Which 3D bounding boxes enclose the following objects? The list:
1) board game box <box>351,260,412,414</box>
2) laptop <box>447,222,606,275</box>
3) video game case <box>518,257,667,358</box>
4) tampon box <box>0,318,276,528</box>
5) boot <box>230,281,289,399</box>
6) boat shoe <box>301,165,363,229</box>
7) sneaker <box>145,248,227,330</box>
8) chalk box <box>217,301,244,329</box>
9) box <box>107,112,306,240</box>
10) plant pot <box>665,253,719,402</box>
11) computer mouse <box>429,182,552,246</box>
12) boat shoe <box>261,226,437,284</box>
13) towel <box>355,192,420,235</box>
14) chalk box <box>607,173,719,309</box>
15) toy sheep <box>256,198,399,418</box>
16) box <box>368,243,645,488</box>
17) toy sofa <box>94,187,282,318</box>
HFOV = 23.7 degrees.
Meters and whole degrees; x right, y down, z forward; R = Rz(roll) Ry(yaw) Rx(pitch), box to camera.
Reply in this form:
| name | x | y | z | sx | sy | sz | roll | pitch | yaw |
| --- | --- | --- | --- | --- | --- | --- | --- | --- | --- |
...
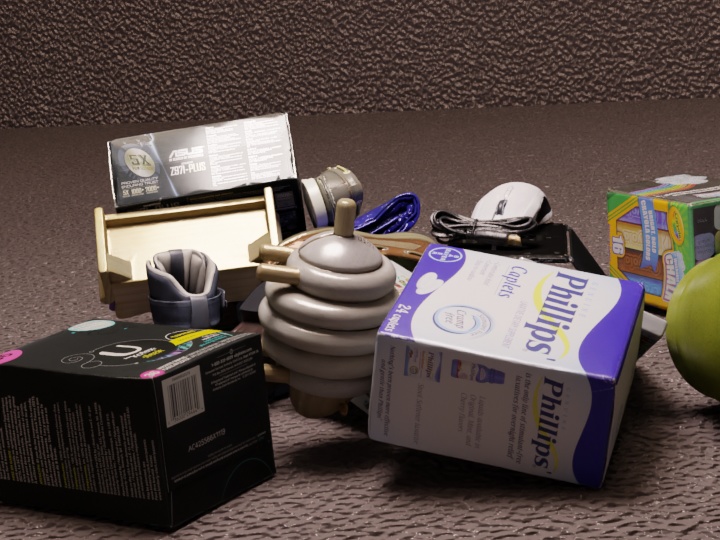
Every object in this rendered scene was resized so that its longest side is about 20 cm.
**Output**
| name | x | y | z | sx | sy | sz | roll | pitch | yaw |
| --- | --- | --- | --- | --- | --- | --- | --- | --- | --- |
| board game box | 0.037 | 0.071 | 1.604 | 0.146 | 0.065 | 0.199 | -14 | 35 | -39 |
| laptop | 0.191 | 0.016 | 1.796 | 0.197 | 0.105 | 0.177 | 0 | 12 | 6 |
| video game case | 0.203 | 0.041 | 1.589 | 0.142 | 0.018 | 0.200 | 25 | -9 | 5 |
| tampon box | -0.196 | 0.123 | 1.445 | 0.198 | 0.128 | 0.149 | 3 | 15 | 34 |
| boot | -0.108 | 0.105 | 1.662 | 0.074 | 0.097 | 0.200 | 13 | 50 | 44 |
| boat shoe | -0.030 | -0.078 | 1.907 | 0.060 | 0.073 | 0.202 | -20 | 0 | -3 |
| sneaker | -0.192 | 0.046 | 1.761 | 0.076 | 0.148 | 0.202 | -13 | 13 | -25 |
| chalk box | -0.135 | -0.008 | 2.029 | 0.123 | 0.126 | 0.200 | -9 | 13 | -12 |
| box | -0.164 | -0.081 | 1.880 | 0.197 | 0.087 | 0.164 | -10 | -27 | -1 |
| plant pot | 0.359 | 0.049 | 1.458 | 0.198 | 0.203 | 0.193 | -9 | 1 | -17 |
| computer mouse | 0.151 | -0.064 | 1.818 | 0.108 | 0.044 | 0.200 | 2 | 13 | 19 |
| boat shoe | 0.000 | 0.000 | 1.739 | 0.198 | 0.077 | 0.074 | -6 | 25 | -19 |
| towel | -0.004 | -0.026 | 1.874 | 0.146 | 0.050 | 0.200 | -27 | -1 | -6 |
| chalk box | 0.375 | -0.026 | 1.862 | 0.123 | 0.126 | 0.200 | -10 | 14 | -25 |
| toy sheep | -0.028 | 0.036 | 1.474 | 0.136 | 0.202 | 0.138 | 7 | 24 | -3 |
| box | 0.126 | 0.074 | 1.429 | 0.198 | 0.106 | 0.184 | 11 | 27 | 12 |
| toy sofa | -0.180 | -0.019 | 1.806 | 0.197 | 0.084 | 0.098 | -8 | -31 | -4 |
